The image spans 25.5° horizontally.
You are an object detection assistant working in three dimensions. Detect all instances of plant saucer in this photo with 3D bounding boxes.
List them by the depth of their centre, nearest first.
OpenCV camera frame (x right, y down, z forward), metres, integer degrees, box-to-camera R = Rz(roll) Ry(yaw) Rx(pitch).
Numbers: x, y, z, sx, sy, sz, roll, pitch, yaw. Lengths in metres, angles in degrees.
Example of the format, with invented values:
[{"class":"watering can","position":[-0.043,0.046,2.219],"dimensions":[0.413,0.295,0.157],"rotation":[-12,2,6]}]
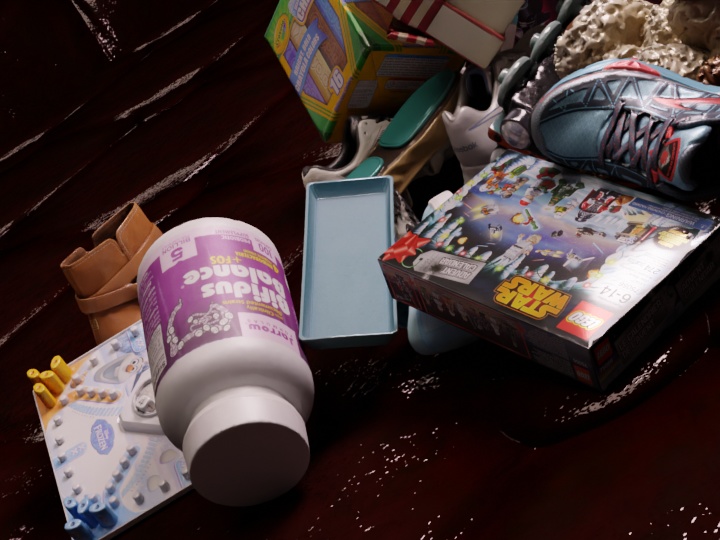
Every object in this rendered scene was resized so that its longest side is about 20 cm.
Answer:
[{"class":"plant saucer","position":[-0.008,-0.007,1.179],"dimensions":[0.069,0.019,0.201],"rotation":[-5,35,3]}]

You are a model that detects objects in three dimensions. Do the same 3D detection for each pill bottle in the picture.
[{"class":"pill bottle","position":[-0.093,0.064,1.120],"dimensions":[0.112,0.112,0.201],"rotation":[-28,43,9]}]

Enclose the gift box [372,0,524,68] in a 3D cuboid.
[{"class":"gift box","position":[0.070,-0.307,1.411],"dimensions":[0.187,0.199,0.185],"rotation":[-58,3,24]}]

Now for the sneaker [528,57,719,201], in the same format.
[{"class":"sneaker","position":[0.204,-0.089,1.036],"dimensions":[0.198,0.080,0.096],"rotation":[6,19,17]}]

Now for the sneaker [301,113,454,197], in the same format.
[{"class":"sneaker","position":[0.032,-0.122,1.481],"dimensions":[0.200,0.088,0.076],"rotation":[-43,14,-14]}]

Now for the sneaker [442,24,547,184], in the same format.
[{"class":"sneaker","position":[0.135,-0.163,1.422],"dimensions":[0.074,0.087,0.201],"rotation":[-8,38,36]}]

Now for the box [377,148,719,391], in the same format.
[{"class":"box","position":[0.125,-0.007,1.043],"dimensions":[0.137,0.040,0.199],"rotation":[-40,38,-23]}]

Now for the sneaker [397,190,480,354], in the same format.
[{"class":"sneaker","position":[0.052,0.001,1.182],"dimensions":[0.081,0.074,0.200],"rotation":[-24,18,6]}]

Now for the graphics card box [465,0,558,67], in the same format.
[{"class":"graphics card box","position":[0.142,-0.279,1.596],"dimensions":[0.199,0.126,0.051],"rotation":[-18,13,36]}]

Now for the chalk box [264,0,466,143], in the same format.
[{"class":"chalk box","position":[-0.004,-0.238,1.552],"dimensions":[0.124,0.201,0.124],"rotation":[-5,-39,-34]}]

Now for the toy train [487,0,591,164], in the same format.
[{"class":"toy train","position":[0.175,-0.153,1.347],"dimensions":[0.200,0.085,0.114],"rotation":[-51,-19,-33]}]

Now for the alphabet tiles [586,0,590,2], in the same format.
[{"class":"alphabet tiles","position":[0.267,-0.299,1.410],"dimensions":[0.200,0.166,0.008],"rotation":[-49,42,39]}]

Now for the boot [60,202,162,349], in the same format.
[{"class":"boot","position":[-0.164,0.006,1.390],"dimensions":[0.076,0.156,0.200],"rotation":[-8,29,51]}]

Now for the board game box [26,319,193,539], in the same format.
[{"class":"board game box","position":[-0.159,0.096,1.236],"dimensions":[0.199,0.026,0.200],"rotation":[-31,40,1]}]

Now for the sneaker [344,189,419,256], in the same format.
[{"class":"sneaker","position":[0.000,0.000,1.299],"dimensions":[0.085,0.077,0.200],"rotation":[-36,8,19]}]

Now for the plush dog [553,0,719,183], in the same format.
[{"class":"plush dog","position":[0.239,-0.134,1.184],"dimensions":[0.200,0.160,0.173],"rotation":[-34,27,54]}]

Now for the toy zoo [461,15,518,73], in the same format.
[{"class":"toy zoo","position":[0.099,-0.259,1.555],"dimensions":[0.131,0.202,0.020],"rotation":[20,16,41]}]

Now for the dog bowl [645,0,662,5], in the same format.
[{"class":"dog bowl","position":[0.293,-0.259,1.303],"dimensions":[0.200,0.200,0.074],"rotation":[1,56,59]}]

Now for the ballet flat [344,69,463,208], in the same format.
[{"class":"ballet flat","position":[0.035,-0.092,1.428],"dimensions":[0.200,0.063,0.069],"rotation":[-48,27,-9]}]
